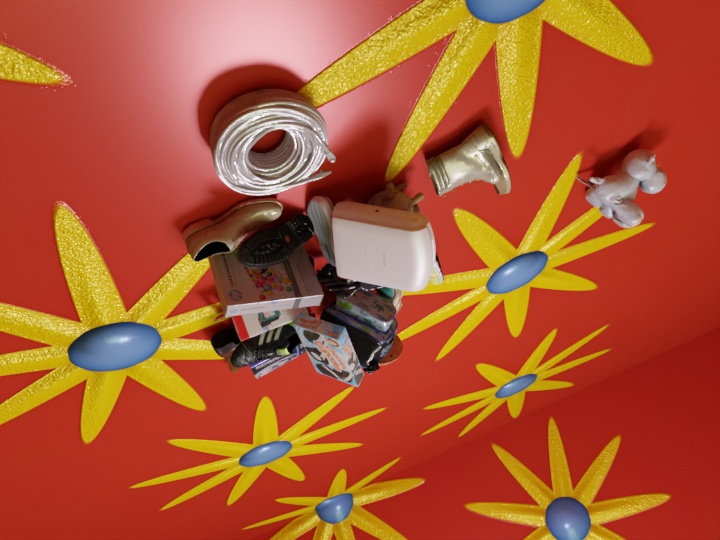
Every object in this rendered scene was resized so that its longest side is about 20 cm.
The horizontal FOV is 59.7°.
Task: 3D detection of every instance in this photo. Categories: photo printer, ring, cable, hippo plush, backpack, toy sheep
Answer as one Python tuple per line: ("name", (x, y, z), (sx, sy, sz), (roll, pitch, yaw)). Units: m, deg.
("photo printer", (0.047, -0.044, 1.218), (0.198, 0.070, 0.168), (12, 133, 16))
("ring", (0.011, 0.184, 1.610), (0.199, 0.201, 0.019), (-3, 122, -30))
("cable", (-0.151, -0.212, 1.044), (0.198, 0.070, 0.201), (-22, 147, -3))
("cable", (0.000, 0.000, 1.373), (0.199, 0.162, 0.051), (-31, 120, -35))
("hippo plush", (0.644, -0.220, 1.531), (0.200, 0.159, 0.161), (42, 95, -12))
("backpack", (0.004, 0.127, 1.518), (0.148, 0.182, 0.200), (-65, 171, 14))
("toy sheep", (0.068, -0.105, 1.295), (0.137, 0.138, 0.201), (-19, 135, -8))

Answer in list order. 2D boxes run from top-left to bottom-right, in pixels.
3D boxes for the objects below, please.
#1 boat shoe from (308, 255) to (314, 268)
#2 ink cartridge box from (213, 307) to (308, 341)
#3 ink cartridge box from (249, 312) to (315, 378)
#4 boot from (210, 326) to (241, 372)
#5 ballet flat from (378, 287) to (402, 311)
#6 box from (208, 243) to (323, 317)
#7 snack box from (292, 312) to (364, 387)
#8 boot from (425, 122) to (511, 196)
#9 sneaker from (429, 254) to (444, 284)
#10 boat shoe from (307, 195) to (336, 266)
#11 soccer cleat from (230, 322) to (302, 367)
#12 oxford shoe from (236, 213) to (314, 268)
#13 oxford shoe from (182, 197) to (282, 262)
("boat shoe", (-0.186, 0.006, 1.341), (0.198, 0.070, 0.067), (-8, 137, -26))
("ink cartridge box", (-0.220, 0.099, 1.404), (0.198, 0.068, 0.116), (-21, -176, -6))
("ink cartridge box", (-0.189, 0.190, 1.561), (0.197, 0.044, 0.200), (-27, 163, -11))
("boot", (-0.259, 0.185, 1.557), (0.187, 0.069, 0.200), (-29, 154, -9))
("ballet flat", (0.079, 0.045, 1.592), (0.065, 0.070, 0.201), (-43, 157, -22))
("box", (-0.191, 0.011, 1.259), (0.198, 0.157, 0.041), (-6, 142, -26))
("snack box", (-0.067, 0.178, 1.384), (0.037, 0.115, 0.201), (-59, 150, -30))
("boot", (0.226, -0.200, 1.309), (0.154, 0.072, 0.200), (-30, 143, 8))
("sneaker", (0.143, -0.022, 1.522), (0.090, 0.079, 0.200), (-21, 143, 11))
("boat shoe", (-0.058, -0.094, 1.294), (0.067, 0.073, 0.201), (-44, 153, -22))
("soccer cleat", (-0.202, 0.171, 1.430), (0.199, 0.081, 0.068), (-27, 128, -12))
("oxford shoe", (-0.174, -0.045, 1.211), (0.084, 0.073, 0.200), (-22, -175, 37))
("oxford shoe", (-0.234, -0.072, 1.185), (0.198, 0.074, 0.071), (-24, 148, 0))
